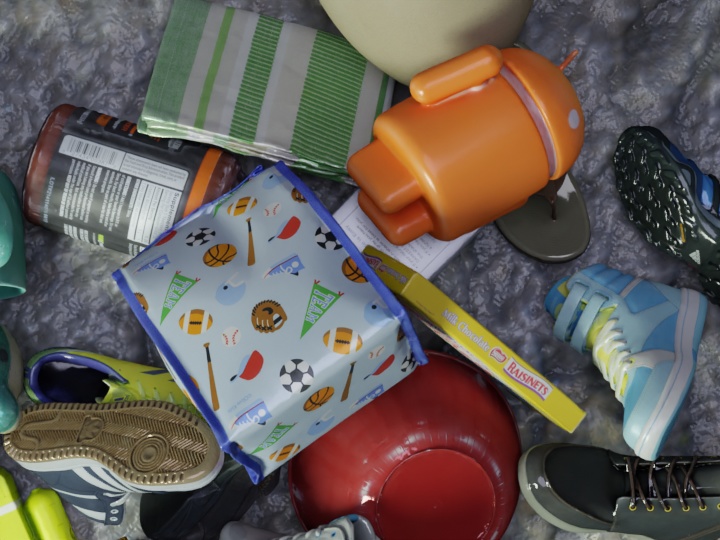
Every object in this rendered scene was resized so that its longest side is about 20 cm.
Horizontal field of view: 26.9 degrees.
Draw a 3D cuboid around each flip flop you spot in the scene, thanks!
[{"bbox_3d":[0.142,-0.102,1.273,0.081,0.058,0.200,-12,86,-3],"label":"flip flop"}]

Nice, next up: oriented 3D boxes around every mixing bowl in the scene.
[{"bbox_3d":[0.047,0.171,1.199,0.200,0.108,0.201,-2,101,-10],"label":"mixing bowl"}]

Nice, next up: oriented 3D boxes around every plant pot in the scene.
[{"bbox_3d":[0.061,-0.228,1.230,0.200,0.200,0.135,-17,121,-3],"label":"plant pot"}]

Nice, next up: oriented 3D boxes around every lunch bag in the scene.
[{"bbox_3d":[-0.073,0.030,1.137,0.170,0.124,0.200,-36,64,-7],"label":"lunch bag"}]

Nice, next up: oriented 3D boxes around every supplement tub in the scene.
[{"bbox_3d":[-0.169,-0.061,1.238,0.200,0.107,0.107,17,86,-1],"label":"supplement tub"}]

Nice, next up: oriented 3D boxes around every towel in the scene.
[{"bbox_3d":[-0.072,-0.149,1.251,0.200,0.023,0.153,13,55,-4],"label":"towel"}]

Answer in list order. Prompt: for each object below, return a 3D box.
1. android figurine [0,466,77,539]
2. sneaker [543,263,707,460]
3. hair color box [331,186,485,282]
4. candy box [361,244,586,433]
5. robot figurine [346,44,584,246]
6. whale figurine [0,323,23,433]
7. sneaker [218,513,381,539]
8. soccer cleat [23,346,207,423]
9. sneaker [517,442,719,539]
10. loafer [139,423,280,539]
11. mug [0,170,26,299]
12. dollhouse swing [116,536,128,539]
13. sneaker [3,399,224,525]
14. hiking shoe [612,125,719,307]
[{"bbox_3d":[-0.327,0.241,1.244,0.182,0.041,0.200,-25,88,-3],"label":"android figurine"},{"bbox_3d":[0.203,0.068,1.218,0.130,0.200,0.080,20,124,7],"label":"sneaker"},{"bbox_3d":[0.000,0.000,1.261,0.099,0.061,0.200,44,85,1],"label":"hair color box"},{"bbox_3d":[0.087,0.054,1.201,0.200,0.102,0.026,39,85,-25],"label":"candy box"},{"bbox_3d":[0.090,-0.100,1.175,0.200,0.117,0.144,-30,101,-11],"label":"robot figurine"},{"bbox_3d":[-0.345,0.117,1.187,0.159,0.104,0.200,-7,62,24],"label":"whale figurine"},{"bbox_3d":[-0.027,0.220,1.147,0.200,0.075,0.087,19,101,37],"label":"sneaker"},{"bbox_3d":[-0.179,0.106,1.236,0.200,0.084,0.065,11,85,-2],"label":"soccer cleat"},{"bbox_3d":[0.228,0.167,1.200,0.200,0.106,0.075,17,58,-27],"label":"sneaker"},{"bbox_3d":[-0.093,0.152,1.219,0.072,0.073,0.200,29,119,-37],"label":"loafer"},{"bbox_3d":[-0.334,-0.036,1.202,0.185,0.152,0.115,-8,83,16],"label":"mug"},{"bbox_3d":[-0.087,0.266,1.169,0.176,0.200,0.182,-24,87,-2],"label":"dollhouse swing"},{"bbox_3d":[-0.177,0.158,1.199,0.200,0.109,0.070,2,55,29],"label":"sneaker"},{"bbox_3d":[0.294,-0.044,1.276,0.087,0.074,0.200,-23,71,-41],"label":"hiking shoe"}]
